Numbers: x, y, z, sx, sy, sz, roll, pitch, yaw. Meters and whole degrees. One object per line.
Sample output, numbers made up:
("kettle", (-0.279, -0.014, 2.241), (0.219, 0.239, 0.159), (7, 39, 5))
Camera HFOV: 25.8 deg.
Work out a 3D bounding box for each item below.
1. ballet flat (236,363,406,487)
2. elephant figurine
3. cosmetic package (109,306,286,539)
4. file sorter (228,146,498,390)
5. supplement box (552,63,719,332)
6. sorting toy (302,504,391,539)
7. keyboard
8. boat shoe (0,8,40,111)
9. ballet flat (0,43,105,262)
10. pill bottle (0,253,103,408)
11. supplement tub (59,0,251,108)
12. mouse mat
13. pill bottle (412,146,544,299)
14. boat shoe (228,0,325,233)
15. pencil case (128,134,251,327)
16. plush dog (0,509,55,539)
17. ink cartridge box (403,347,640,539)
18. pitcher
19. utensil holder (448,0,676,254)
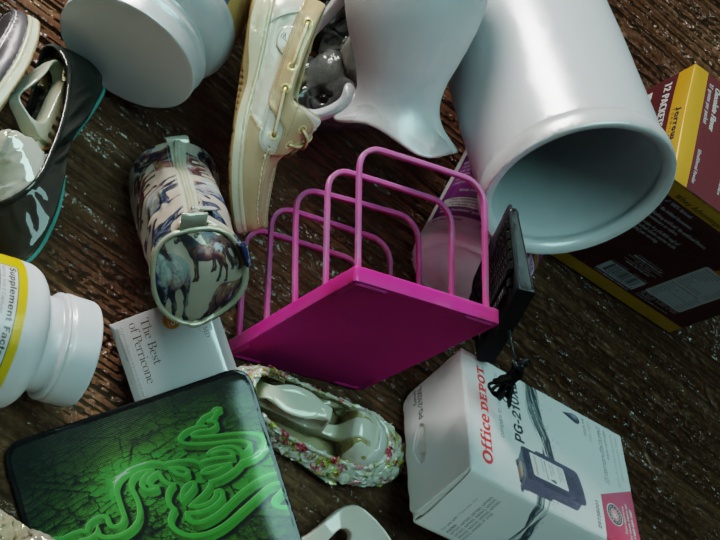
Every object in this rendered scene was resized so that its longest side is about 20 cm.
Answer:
("ballet flat", (-0.032, 0.132, 1.315), (0.198, 0.064, 0.077), (22, 62, -29))
("elephant figurine", (-0.011, -0.184, 1.411), (0.141, 0.153, 0.203), (22, 69, -65))
("cosmetic package", (-0.125, 0.124, 1.235), (0.082, 0.051, 0.202), (-20, 85, 1))
("file sorter", (0.000, 0.000, 1.298), (0.138, 0.199, 0.127), (16, 63, -30))
("supplement box", (0.315, -0.064, 1.540), (0.196, 0.199, 0.134), (31, 59, -23))
("sorting toy", (-0.012, 0.288, 1.263), (0.198, 0.107, 0.182), (-16, 77, -37))
("keyboard", (0.114, 0.038, 1.283), (0.020, 0.200, 0.129), (-8, 72, -7))
("boat shoe", (-0.313, -0.130, 1.199), (0.065, 0.072, 0.201), (39, 62, -24))
("ballet flat", (-0.258, -0.097, 1.221), (0.069, 0.067, 0.202), (50, 38, -38))
("pill bottle", (-0.292, 0.037, 1.132), (0.198, 0.111, 0.113), (19, 64, -30))
("supplement tub", (-0.150, -0.250, 1.306), (0.144, 0.144, 0.201), (38, 56, -19))
("mouse mat", (-0.155, 0.179, 1.190), (0.198, 0.008, 0.163), (-18, 85, -11))
("pill bottle", (0.134, -0.064, 1.467), (0.112, 0.112, 0.201), (41, 56, -17))
("boat shoe", (-0.066, -0.127, 1.276), (0.068, 0.074, 0.203), (8, 98, 1))
("pencil case", (-0.136, -0.038, 1.227), (0.077, 0.200, 0.090), (8, 112, -17))
("plush dog", (-0.288, 0.242, 1.073), (0.199, 0.161, 0.173), (31, 70, 10))
("ink cartridge box", (0.141, 0.180, 1.380), (0.199, 0.084, 0.146), (29, 35, -24))
("pitcher", (0.018, -0.210, 1.305), (0.121, 0.169, 0.203), (-30, 132, -72))
("utensil holder", (0.162, -0.145, 1.355), (0.168, 0.170, 0.202), (11, 49, -32))
